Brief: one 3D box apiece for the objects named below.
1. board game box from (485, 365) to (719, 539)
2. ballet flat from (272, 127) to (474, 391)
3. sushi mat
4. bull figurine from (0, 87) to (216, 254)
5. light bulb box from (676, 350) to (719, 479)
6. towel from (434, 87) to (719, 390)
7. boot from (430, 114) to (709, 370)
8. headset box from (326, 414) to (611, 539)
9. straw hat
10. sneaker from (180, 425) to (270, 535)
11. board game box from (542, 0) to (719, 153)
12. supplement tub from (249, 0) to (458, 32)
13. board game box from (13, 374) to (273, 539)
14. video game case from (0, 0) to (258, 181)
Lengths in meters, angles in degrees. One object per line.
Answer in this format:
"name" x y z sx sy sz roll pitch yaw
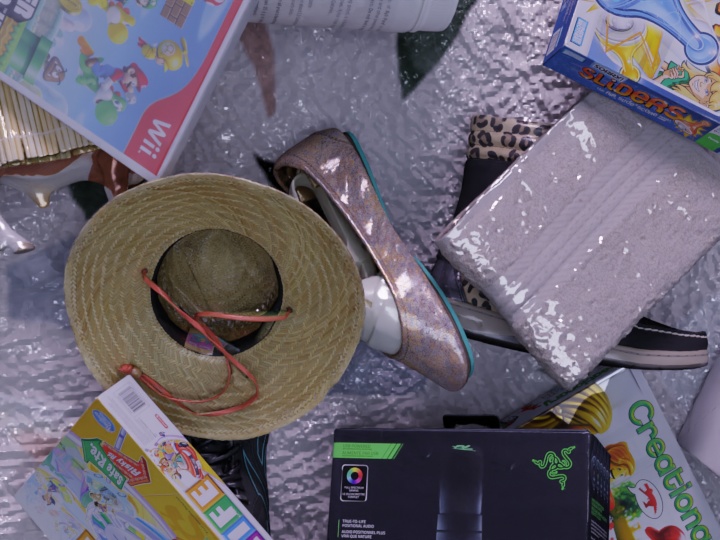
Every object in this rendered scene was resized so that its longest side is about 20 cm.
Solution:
"board game box" 0.179 0.174 1.212 0.126 0.035 0.201 -30 102 -4
"ballet flat" 0.000 0.000 1.108 0.067 0.068 0.200 -19 65 -25
"sushi mat" -0.202 -0.166 1.074 0.095 0.012 0.201 -15 79 -3
"bull figurine" -0.184 -0.075 1.097 0.199 0.065 0.122 -12 82 -3
"light bulb box" 0.351 0.126 1.149 0.199 0.198 0.125 24 96 -13
"towel" 0.155 -0.034 1.098 0.200 0.034 0.133 -44 96 -20
"boot" 0.146 -0.015 1.148 0.199 0.073 0.151 11 86 -2
"headset box" 0.071 0.194 1.110 0.173 0.093 0.201 0 75 17
"straw hat" -0.090 0.004 1.090 0.200 0.085 0.202 2 124 3
"sneaker" -0.089 0.138 1.143 0.075 0.079 0.201 -11 99 -7
"board game box" 0.210 -0.194 1.121 0.135 0.034 0.201 24 68 -12
"supplement tub" -0.040 -0.219 1.071 0.199 0.132 0.133 4 98 -9
"board game box" -0.122 0.182 1.098 0.200 0.034 0.134 48 131 5
"video game case" -0.169 -0.163 1.018 0.200 0.017 0.143 34 116 7
